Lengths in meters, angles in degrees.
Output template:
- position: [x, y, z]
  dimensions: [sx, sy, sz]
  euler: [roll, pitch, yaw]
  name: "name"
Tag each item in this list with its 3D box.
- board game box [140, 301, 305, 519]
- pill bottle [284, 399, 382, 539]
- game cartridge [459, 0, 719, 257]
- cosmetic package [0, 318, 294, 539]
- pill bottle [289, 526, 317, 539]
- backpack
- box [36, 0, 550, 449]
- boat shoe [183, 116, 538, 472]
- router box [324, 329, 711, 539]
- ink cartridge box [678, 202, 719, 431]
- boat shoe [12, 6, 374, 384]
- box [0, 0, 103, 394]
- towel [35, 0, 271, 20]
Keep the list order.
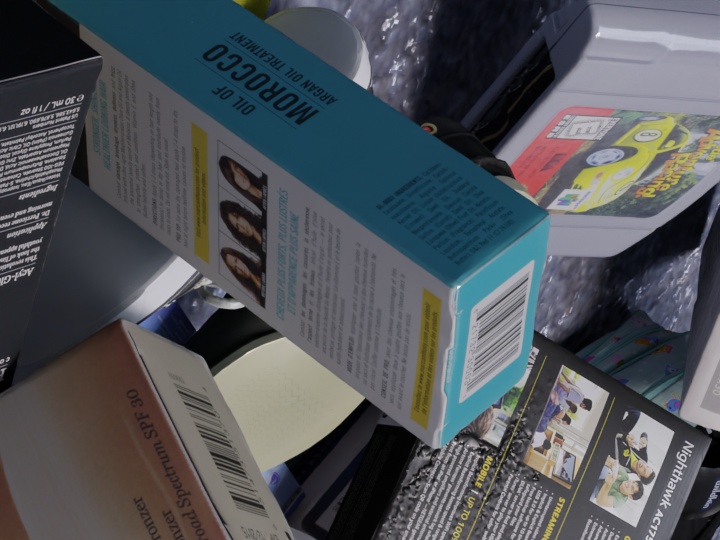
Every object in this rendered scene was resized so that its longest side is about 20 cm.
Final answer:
- position: [-0.104, 0.100, 0.929]
  dimensions: [0.136, 0.034, 0.200]
  euler: [-50, 148, -16]
  name: "board game box"
- position: [0.013, 0.135, 1.059]
  dimensions: [0.200, 0.111, 0.111]
  euler: [-49, 148, -18]
  name: "pill bottle"
- position: [0.114, -0.063, 0.982]
  dimensions: [0.132, 0.041, 0.200]
  euler: [-3, 154, -27]
  name: "game cartridge"
- position: [-0.130, 0.115, 0.750]
  dimensions: [0.199, 0.104, 0.087]
  euler: [-33, 160, 8]
  name: "cosmetic package"
- position: [-0.077, 0.207, 0.891]
  dimensions: [0.113, 0.112, 0.202]
  euler: [3, 106, -57]
  name: "pill bottle"
- position: [0.159, 0.113, 1.248]
  dimensions: [0.200, 0.126, 0.168]
  euler: [-33, 153, -39]
  name: "backpack"
- position: [-0.028, -0.030, 0.734]
  dimensions: [0.049, 0.200, 0.083]
  euler: [-36, 148, -32]
  name: "box"
- position: [-0.020, 0.017, 0.877]
  dimensions: [0.201, 0.063, 0.074]
  euler: [-39, 142, -1]
  name: "boat shoe"
- position: [0.062, 0.134, 0.991]
  dimensions: [0.149, 0.051, 0.201]
  euler: [31, 77, -22]
  name: "router box"
- position: [0.233, -0.024, 1.216]
  dimensions: [0.200, 0.050, 0.162]
  euler: [-64, 171, -59]
  name: "ink cartridge box"
- position: [-0.072, -0.019, 0.831]
  dimensions: [0.199, 0.073, 0.068]
  euler: [-46, 150, -17]
  name: "boat shoe"
- position: [-0.189, -0.008, 0.644]
  dimensions: [0.199, 0.079, 0.142]
  euler: [-20, 138, -46]
  name: "box"
- position: [-0.103, -0.092, 0.785]
  dimensions: [0.199, 0.018, 0.087]
  euler: [-10, 129, -54]
  name: "towel"
